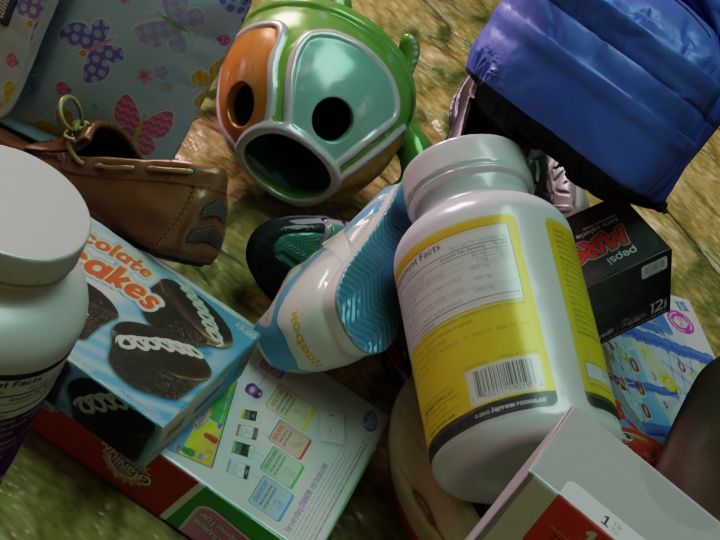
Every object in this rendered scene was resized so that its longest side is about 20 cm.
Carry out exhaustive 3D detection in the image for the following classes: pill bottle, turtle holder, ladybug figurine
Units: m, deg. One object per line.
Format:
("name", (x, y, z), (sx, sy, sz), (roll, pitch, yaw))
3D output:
("pill bottle", (-0.204, 0.038, 0.803), (0.111, 0.201, 0.113), (22, 34, -16))
("pill bottle", (0.080, 0.026, 0.970), (0.111, 0.112, 0.202), (10, 55, -31))
("turtle holder", (-0.028, -0.107, 1.217), (0.186, 0.139, 0.133), (60, 34, -38))
("ladybug figurine", (0.081, 0.147, 1.013), (0.134, 0.072, 0.201), (-8, 58, -34))

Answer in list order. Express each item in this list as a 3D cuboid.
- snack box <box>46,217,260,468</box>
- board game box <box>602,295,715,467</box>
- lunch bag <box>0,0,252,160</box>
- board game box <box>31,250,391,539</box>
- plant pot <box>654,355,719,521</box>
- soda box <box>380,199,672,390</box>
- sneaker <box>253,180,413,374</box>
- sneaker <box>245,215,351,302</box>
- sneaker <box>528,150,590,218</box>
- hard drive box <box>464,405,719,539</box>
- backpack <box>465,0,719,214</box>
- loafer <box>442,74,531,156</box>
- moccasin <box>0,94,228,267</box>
("snack box", (-0.167, 0.017, 0.933), (0.199, 0.037, 0.116), (34, 33, 8))
("board game box", (0.182, 0.087, 1.199), (0.194, 0.056, 0.201), (15, 38, -27))
("lunch bag", (-0.187, -0.173, 1.105), (0.198, 0.171, 0.127), (28, 23, -9))
("board game box", (-0.092, 0.085, 0.984), (0.199, 0.040, 0.153), (35, 34, 1))
("plant pot", (0.257, 0.151, 1.043), (0.185, 0.187, 0.201), (25, 42, -13))
("soda box", (0.112, 0.025, 1.117), (0.198, 0.064, 0.071), (-24, 47, -15))
("sneaker", (0.000, 0.000, 1.052), (0.077, 0.080, 0.200), (65, 31, -10))
("sneaker", (-0.008, -0.006, 1.162), (0.198, 0.075, 0.088), (15, 19, -37))
("sneaker", (0.149, -0.047, 1.277), (0.099, 0.078, 0.200), (33, 7, -19))
("hard drive box", (0.110, 0.199, 0.869), (0.155, 0.201, 0.077), (38, 33, 8))
("backpack", (0.159, -0.140, 1.056), (0.162, 0.169, 0.200), (33, 14, 13))
("loafer", (0.101, -0.105, 1.202), (0.072, 0.072, 0.201), (30, 53, -7))
("moccasin", (-0.162, -0.063, 1.022), (0.200, 0.079, 0.073), (18, 3, 41))
